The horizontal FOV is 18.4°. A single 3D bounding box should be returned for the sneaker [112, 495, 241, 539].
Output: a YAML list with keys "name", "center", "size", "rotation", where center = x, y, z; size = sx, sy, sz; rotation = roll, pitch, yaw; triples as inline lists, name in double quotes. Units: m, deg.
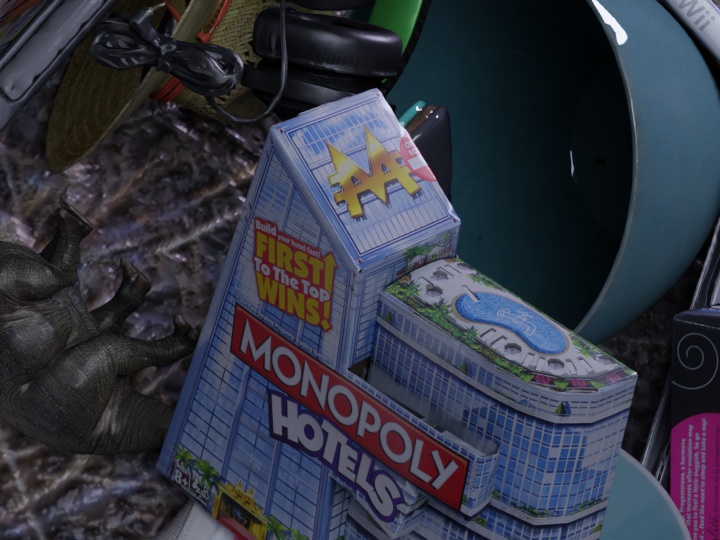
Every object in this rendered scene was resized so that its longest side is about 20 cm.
- name: "sneaker"
  center: [-0.124, 0.155, 0.978]
  size: [0.088, 0.081, 0.200]
  rotation: [39, 70, 11]

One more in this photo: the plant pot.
- name: "plant pot"
  center: [0.093, -0.056, 1.033]
  size: [0.134, 0.200, 0.201]
  rotation: [-6, 80, -44]

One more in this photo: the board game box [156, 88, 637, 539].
- name: "board game box"
  center: [0.009, 0.042, 0.891]
  size: [0.062, 0.201, 0.200]
  rotation: [-24, 45, -39]

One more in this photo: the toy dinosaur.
- name: "toy dinosaur"
  center: [-0.141, 0.033, 1.015]
  size: [0.102, 0.077, 0.200]
  rotation: [-45, 109, -2]

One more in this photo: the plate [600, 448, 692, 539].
- name: "plate"
  center: [0.045, 0.139, 0.953]
  size: [0.199, 0.026, 0.201]
  rotation: [-3, 44, 3]

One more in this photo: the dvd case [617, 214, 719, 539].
- name: "dvd case"
  center: [0.186, 0.057, 1.057]
  size: [0.016, 0.149, 0.201]
  rotation: [10, 72, 35]

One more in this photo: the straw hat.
- name: "straw hat"
  center: [-0.057, -0.115, 0.999]
  size: [0.085, 0.201, 0.202]
  rotation: [27, 74, -20]

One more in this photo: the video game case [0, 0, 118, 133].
- name: "video game case"
  center: [-0.148, -0.095, 0.961]
  size: [0.025, 0.200, 0.181]
  rotation: [44, 73, -14]

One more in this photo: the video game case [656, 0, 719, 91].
- name: "video game case"
  center: [0.210, -0.063, 1.073]
  size: [0.018, 0.143, 0.200]
  rotation: [-42, 91, 6]

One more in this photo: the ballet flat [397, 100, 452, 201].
- name: "ballet flat"
  center: [0.000, 0.000, 0.986]
  size: [0.073, 0.200, 0.073]
  rotation: [17, 53, -24]

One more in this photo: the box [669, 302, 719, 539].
- name: "box"
  center: [0.219, 0.115, 0.984]
  size: [0.115, 0.132, 0.201]
  rotation: [-11, 103, -52]

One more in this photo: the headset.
- name: "headset"
  center: [-0.026, -0.115, 0.911]
  size: [0.094, 0.124, 0.200]
  rotation: [15, 31, 18]
